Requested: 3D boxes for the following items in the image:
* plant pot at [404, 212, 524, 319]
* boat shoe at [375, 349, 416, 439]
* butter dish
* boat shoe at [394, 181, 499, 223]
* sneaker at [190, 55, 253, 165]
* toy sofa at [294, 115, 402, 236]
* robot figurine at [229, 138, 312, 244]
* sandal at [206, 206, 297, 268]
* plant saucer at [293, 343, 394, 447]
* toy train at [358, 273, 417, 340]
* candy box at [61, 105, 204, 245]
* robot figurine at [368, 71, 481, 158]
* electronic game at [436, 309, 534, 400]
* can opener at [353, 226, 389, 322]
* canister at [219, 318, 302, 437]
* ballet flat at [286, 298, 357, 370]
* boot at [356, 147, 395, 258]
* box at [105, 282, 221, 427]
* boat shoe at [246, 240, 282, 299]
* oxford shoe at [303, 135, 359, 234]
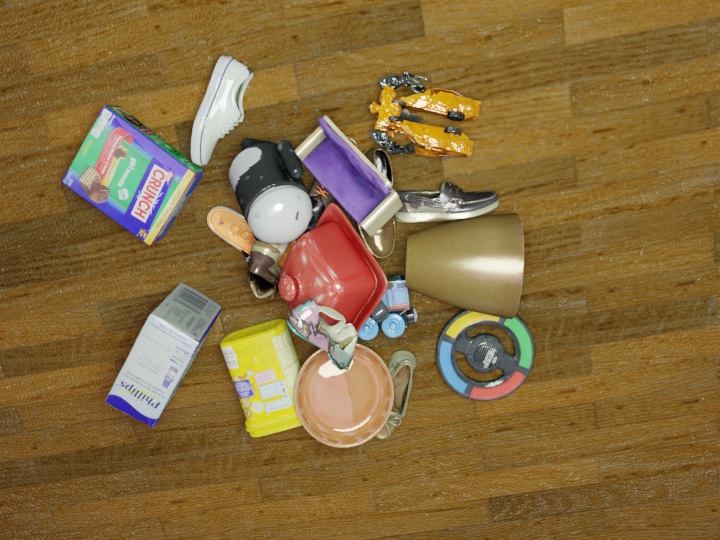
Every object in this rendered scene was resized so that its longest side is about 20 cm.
[{"bbox_3d":[0.179,-0.011,1.110,0.195,0.187,0.191,2,105,4],"label":"plant pot"},{"bbox_3d":[0.062,0.261,1.249,0.072,0.063,0.204,14,105,-2],"label":"boat shoe"},{"bbox_3d":[-0.077,0.020,1.072,0.201,0.146,0.201,55,133,23],"label":"butter dish"},{"bbox_3d":[0.157,-0.131,1.138,0.195,0.072,0.066,-6,110,10],"label":"boat shoe"},{"bbox_3d":[-0.251,-0.281,1.113,0.070,0.073,0.204,22,104,2],"label":"sneaker"},{"bbox_3d":[-0.024,-0.162,1.046,0.083,0.098,0.200,-42,71,2],"label":"toy sofa"},{"bbox_3d":[-0.159,-0.142,1.089,0.123,0.151,0.202,-23,60,-7],"label":"robot figurine"},{"bbox_3d":[-0.207,-0.052,1.179,0.203,0.059,0.080,26,105,-5],"label":"sandal"},{"bbox_3d":[-0.033,0.241,1.205,0.195,0.037,0.205,0,89,-6],"label":"plant saucer"},{"bbox_3d":[0.011,0.072,1.194,0.195,0.087,0.117,-7,96,7],"label":"toy train"},{"bbox_3d":[-0.421,-0.176,1.147,0.198,0.077,0.170,36,103,-8],"label":"candy box"},{"bbox_3d":[0.109,-0.270,1.100,0.195,0.058,0.148,12,89,-1],"label":"robot figurine"},{"bbox_3d":[0.249,0.166,1.227,0.195,0.042,0.205,1,105,2],"label":"electronic game"},{"bbox_3d":[0.000,0.000,1.137,0.066,0.053,0.203,-29,68,4],"label":"can opener"},{"bbox_3d":[-0.186,0.214,1.237,0.145,0.087,0.204,-15,102,6],"label":"canister"},{"bbox_3d":[-0.048,0.107,1.022,0.071,0.070,0.200,-37,140,3],"label":"ballet flat"},{"bbox_3d":[0.032,-0.122,1.122,0.072,0.075,0.205,-8,96,-15],"label":"boot"},{"bbox_3d":[-0.371,0.156,1.178,0.104,0.184,0.202,30,105,-8],"label":"box"},{"bbox_3d":[-0.181,0.017,1.130,0.071,0.200,0.073,18,69,-2],"label":"boat shoe"},{"bbox_3d":[-0.059,-0.152,1.139,0.070,0.073,0.203,25,104,-2],"label":"oxford shoe"}]
